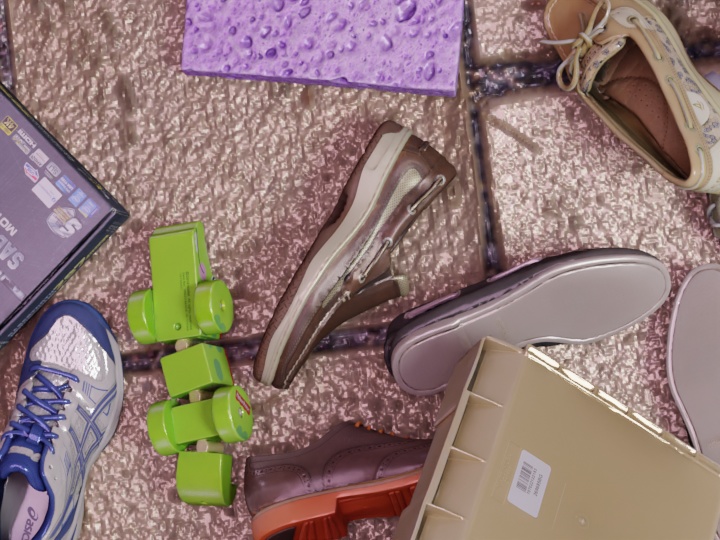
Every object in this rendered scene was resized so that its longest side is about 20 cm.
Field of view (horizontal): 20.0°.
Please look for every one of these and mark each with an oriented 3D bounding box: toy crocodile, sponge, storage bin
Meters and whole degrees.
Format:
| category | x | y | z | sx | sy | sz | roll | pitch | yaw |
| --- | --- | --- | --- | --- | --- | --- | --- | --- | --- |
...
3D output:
| category | x | y | z | sx | sy | sz | roll | pitch | yaw |
| --- | --- | --- | --- | --- | --- | --- | --- | --- | --- |
| toy crocodile | -0.114 | 0.065 | 1.419 | 0.067 | 0.062 | 0.201 | -14 | 80 | 19 |
| sponge | -0.026 | -0.187 | 1.437 | 0.199 | 0.030 | 0.112 | 5 | 87 | 6 |
| storage bin | 0.117 | 0.175 | 1.285 | 0.198 | 0.094 | 0.201 | 32 | 50 | -10 |

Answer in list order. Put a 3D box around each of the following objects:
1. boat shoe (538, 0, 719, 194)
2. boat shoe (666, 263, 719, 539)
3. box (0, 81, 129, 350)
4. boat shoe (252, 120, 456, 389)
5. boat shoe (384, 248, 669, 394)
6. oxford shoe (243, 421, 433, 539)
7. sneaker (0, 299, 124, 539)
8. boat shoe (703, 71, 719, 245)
| category | x | y | z | sx | sy | sz | roll | pitch | yaw |
| --- | --- | --- | --- | --- | --- | --- | --- | --- | --- |
| boat shoe | 0.183 | -0.128 | 1.361 | 0.200 | 0.062 | 0.074 | 48 | 127 | 32 |
| boat shoe | 0.252 | 0.097 | 1.383 | 0.067 | 0.057 | 0.201 | -12 | 81 | 27 |
| box | -0.288 | -0.054 | 1.448 | 0.158 | 0.051 | 0.200 | -45 | 83 | 3 |
| boat shoe | 0.000 | 0.000 | 1.402 | 0.075 | 0.075 | 0.203 | 29 | 90 | 1 |
| boat shoe | 0.109 | 0.023 | 1.389 | 0.199 | 0.057 | 0.067 | -20 | 120 | 1 |
| oxford shoe | 0.016 | 0.130 | 1.395 | 0.199 | 0.071 | 0.073 | -14 | 62 | -6 |
| sneaker | -0.215 | 0.119 | 1.411 | 0.075 | 0.088 | 0.201 | 8 | 86 | 9 |
| boat shoe | 0.267 | -0.037 | 1.376 | 0.062 | 0.072 | 0.201 | -29 | 85 | 9 |
